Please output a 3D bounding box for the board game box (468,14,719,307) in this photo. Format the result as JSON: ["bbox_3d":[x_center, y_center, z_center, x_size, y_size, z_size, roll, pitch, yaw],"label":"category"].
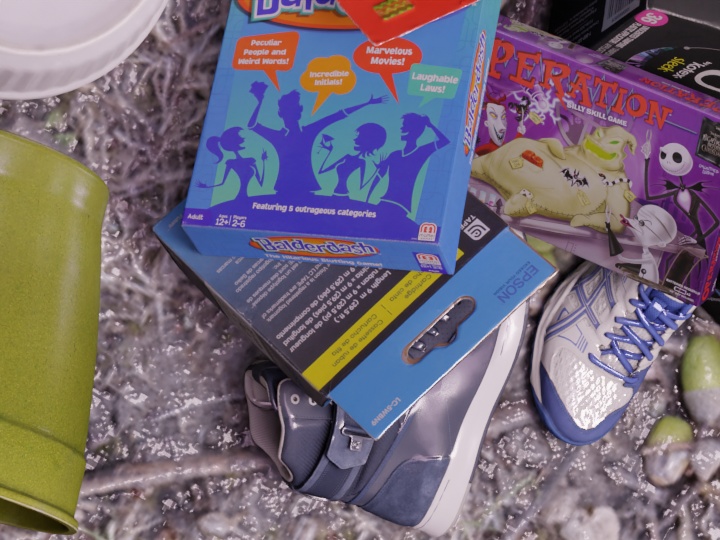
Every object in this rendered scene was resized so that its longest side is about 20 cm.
[{"bbox_3d":[0.126,-0.070,1.346,0.200,0.032,0.120,24,118,23],"label":"board game box"}]

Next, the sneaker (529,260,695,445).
[{"bbox_3d":[0.169,0.016,1.420,0.075,0.088,0.200,23,89,-18],"label":"sneaker"}]

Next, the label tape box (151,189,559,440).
[{"bbox_3d":[0.000,0.000,1.324,0.144,0.063,0.200,-42,62,-9],"label":"label tape box"}]

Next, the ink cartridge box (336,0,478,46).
[{"bbox_3d":[0.028,-0.226,1.314,0.162,0.200,0.050,-25,135,-13],"label":"ink cartridge box"}]

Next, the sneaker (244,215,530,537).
[{"bbox_3d":[0.014,0.047,1.382,0.146,0.077,0.203,17,90,-19],"label":"sneaker"}]

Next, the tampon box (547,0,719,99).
[{"bbox_3d":[0.233,-0.159,1.379,0.200,0.150,0.127,16,72,-16],"label":"tampon box"}]

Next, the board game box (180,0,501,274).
[{"bbox_3d":[-0.007,-0.102,1.311,0.152,0.045,0.200,4,67,16],"label":"board game box"}]

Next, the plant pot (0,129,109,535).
[{"bbox_3d":[-0.224,0.025,1.268,0.200,0.200,0.193,20,76,-16],"label":"plant pot"}]

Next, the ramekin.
[{"bbox_3d":[-0.190,-0.198,1.298,0.202,0.094,0.203,-1,94,-16],"label":"ramekin"}]

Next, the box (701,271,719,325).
[{"bbox_3d":[0.313,0.038,1.404,0.164,0.200,0.086,44,80,-15],"label":"box"}]
